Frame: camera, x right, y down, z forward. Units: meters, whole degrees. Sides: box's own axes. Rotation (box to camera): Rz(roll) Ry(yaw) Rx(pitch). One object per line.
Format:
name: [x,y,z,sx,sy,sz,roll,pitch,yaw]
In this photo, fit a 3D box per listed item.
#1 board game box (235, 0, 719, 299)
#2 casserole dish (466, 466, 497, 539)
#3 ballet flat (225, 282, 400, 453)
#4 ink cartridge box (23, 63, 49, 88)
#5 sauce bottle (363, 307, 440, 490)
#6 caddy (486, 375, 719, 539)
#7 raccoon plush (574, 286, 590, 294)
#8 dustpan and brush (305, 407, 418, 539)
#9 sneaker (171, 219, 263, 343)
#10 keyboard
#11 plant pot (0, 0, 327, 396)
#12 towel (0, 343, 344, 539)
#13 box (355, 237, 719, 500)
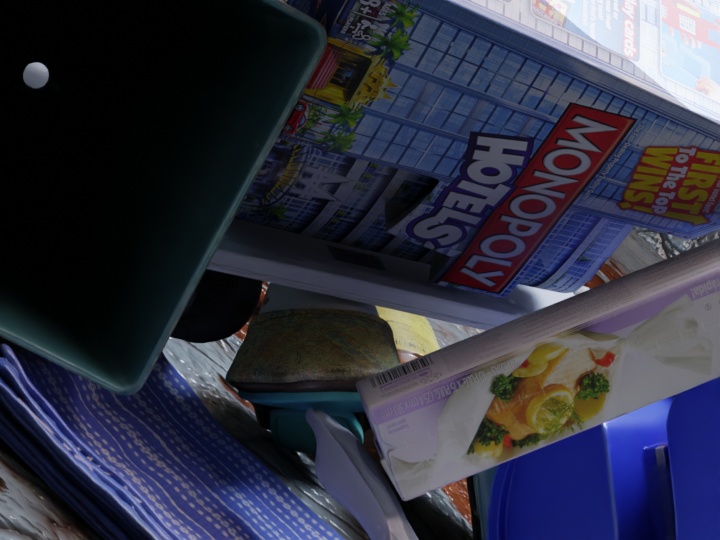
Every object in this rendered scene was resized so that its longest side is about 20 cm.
board game box: [0.064,-0.050,1.045,0.200,0.200,0.062,14,56,-14]
casserole dish: [0.065,0.085,1.247,0.200,0.039,0.121,62,22,-87]
ballet flat: [-0.017,0.031,1.132,0.071,0.071,0.200,42,-7,6]
ink cartridge box: [-0.214,-0.135,1.221,0.162,0.057,0.200,25,21,-29]
sauce bottle: [0.007,0.041,1.329,0.066,0.066,0.200,40,11,-12]
caddy: [0.129,0.126,1.067,0.105,0.141,0.200,16,70,-55]
raccoon plush: [0.100,0.034,1.236,0.200,0.097,0.134,36,-21,47]
dustpan and brush: [0.023,0.126,0.990,0.200,0.057,0.140,46,5,35]
sneaker: [-0.071,-0.012,1.207,0.115,0.075,0.200,39,3,-41]
keyboard: [0.000,0.000,1.102,0.200,0.011,0.056,13,16,-21]
plant pot: [-0.125,-0.069,1.027,0.141,0.141,0.200,28,4,-18]
towel: [-0.059,0.076,1.024,0.145,0.024,0.200,44,9,8]
box: [0.097,0.025,1.020,0.041,0.200,0.039,-119,-173,-75]
